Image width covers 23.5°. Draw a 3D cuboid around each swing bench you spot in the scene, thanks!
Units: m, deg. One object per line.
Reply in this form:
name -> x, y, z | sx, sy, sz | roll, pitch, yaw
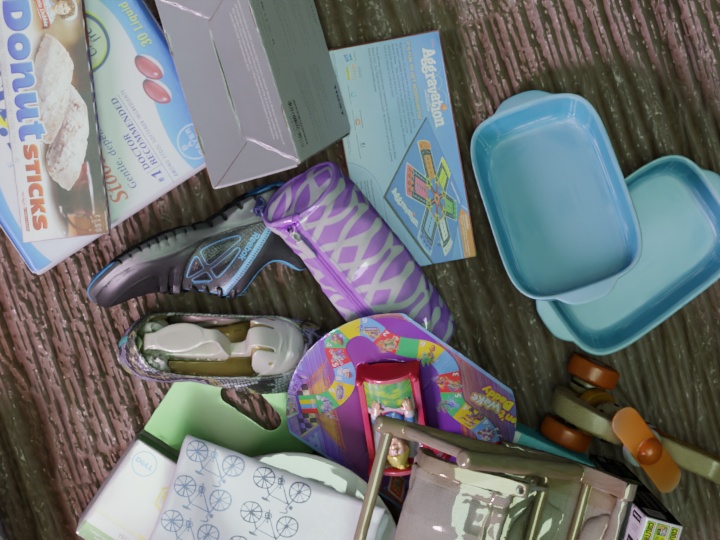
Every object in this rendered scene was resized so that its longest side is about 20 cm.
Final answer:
swing bench -> 0.097, 0.242, 1.415 | 0.199, 0.129, 0.201 | 15, 91, -35

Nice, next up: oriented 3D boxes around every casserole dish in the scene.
casserole dish -> 0.241, -0.015, 1.531 | 0.199, 0.039, 0.122 | -36, 96, 0
casserole dish -> 0.168, -0.059, 1.491 | 0.120, 0.039, 0.202 | -18, 68, 5

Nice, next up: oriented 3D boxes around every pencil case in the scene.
pencil case -> 0.000, 0.000, 1.473 | 0.083, 0.086, 0.200 | -28, 117, 27

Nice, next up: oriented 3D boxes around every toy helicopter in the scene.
toy helicopter -> 0.259, 0.150, 1.514 | 0.198, 0.132, 0.080 | 24, 95, -7

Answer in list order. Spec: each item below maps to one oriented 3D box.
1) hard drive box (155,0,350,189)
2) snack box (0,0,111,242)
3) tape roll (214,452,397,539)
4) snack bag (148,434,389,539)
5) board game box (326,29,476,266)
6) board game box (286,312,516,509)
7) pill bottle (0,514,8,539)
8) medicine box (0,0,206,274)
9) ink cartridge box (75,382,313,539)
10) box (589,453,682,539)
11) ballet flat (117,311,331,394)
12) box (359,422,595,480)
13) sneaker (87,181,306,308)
hard drive box -> -0.081, -0.163, 1.407 | 0.076, 0.200, 0.157 | -15, 97, 15
snack box -> -0.247, -0.126, 1.390 | 0.071, 0.024, 0.202 | -6, 98, -2
tape roll -> -0.065, 0.256, 1.480 | 0.200, 0.071, 0.205 | 1, 84, -9
snack bag -> -0.093, 0.260, 1.428 | 0.187, 0.021, 0.202 | 22, 81, -7
board game box -> 0.036, -0.103, 1.521 | 0.102, 0.019, 0.202 | -10, 99, -1
board game box -> 0.035, 0.131, 1.470 | 0.199, 0.039, 0.158 | 35, 115, -13
pill bottle -> -0.351, 0.271, 1.493 | 0.113, 0.114, 0.202 | -15, 99, -2
medicine box -> -0.235, -0.128, 1.455 | 0.199, 0.103, 0.183 | -33, 98, 0
ink cartridge box -> -0.137, 0.184, 1.533 | 0.145, 0.048, 0.201 | 34, 96, -7
box -> 0.219, 0.237, 1.489 | 0.034, 0.200, 0.111 | 15, 97, -7
ballet flat -> -0.111, 0.068, 1.499 | 0.198, 0.072, 0.073 | 1, 97, -7
box -> 0.102, 0.165, 1.546 | 0.198, 0.049, 0.083 | 24, 95, -7
sneaker -> -0.138, -0.004, 1.493 | 0.198, 0.073, 0.083 | -23, 98, -1
